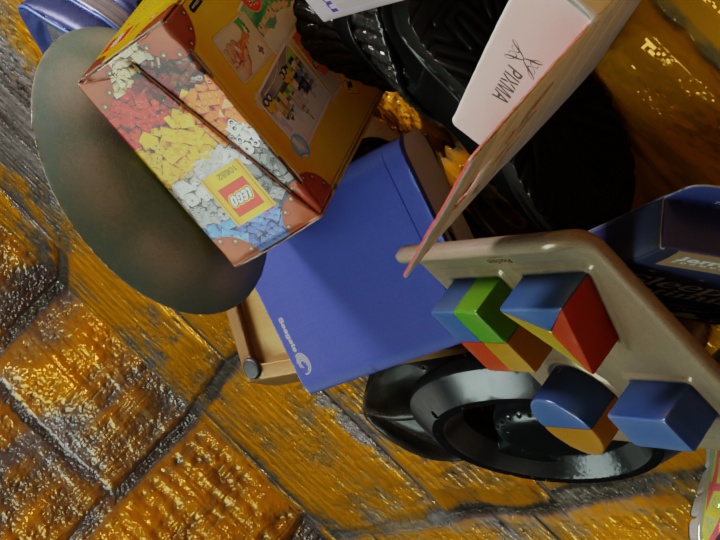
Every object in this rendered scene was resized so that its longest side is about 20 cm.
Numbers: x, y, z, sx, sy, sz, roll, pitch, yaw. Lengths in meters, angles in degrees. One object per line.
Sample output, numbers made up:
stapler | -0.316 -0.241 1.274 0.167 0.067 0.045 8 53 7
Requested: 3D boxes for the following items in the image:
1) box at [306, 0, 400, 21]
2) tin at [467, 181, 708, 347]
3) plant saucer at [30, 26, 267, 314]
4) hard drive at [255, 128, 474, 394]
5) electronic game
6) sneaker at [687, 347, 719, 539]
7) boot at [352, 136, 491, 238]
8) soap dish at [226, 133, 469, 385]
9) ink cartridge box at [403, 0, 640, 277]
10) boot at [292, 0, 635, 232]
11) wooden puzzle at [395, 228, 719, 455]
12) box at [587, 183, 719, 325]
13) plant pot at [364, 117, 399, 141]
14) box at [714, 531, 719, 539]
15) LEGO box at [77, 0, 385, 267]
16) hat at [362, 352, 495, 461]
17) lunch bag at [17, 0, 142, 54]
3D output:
box | -0.016 -0.236 0.816 0.200 0.097 0.176 48 162 -19
tin | 0.148 -0.005 1.110 0.200 0.042 0.112 45 161 -2
plant saucer | -0.116 -0.071 1.042 0.039 0.201 0.201 -28 113 32
hard drive | 0.000 0.000 1.096 0.199 0.025 0.133 -23 94 51
electronic game | 0.133 0.104 1.175 0.198 0.042 0.200 8 155 4
sneaker | 0.239 0.118 0.966 0.077 0.201 0.090 5 153 -12
boot | 0.092 -0.013 1.054 0.186 0.064 0.200 44 167 -23
soap dish | -0.018 0.000 1.211 0.199 0.081 0.159 -12 96 36
ink cartridge box | 0.076 -0.094 0.797 0.044 0.174 0.200 42 165 5
boot | 0.061 -0.105 0.990 0.212 0.079 0.158 53 162 -20
wooden puzzle | 0.125 0.052 0.933 0.200 0.046 0.185 40 162 -20
box | 0.184 -0.004 0.889 0.120 0.033 0.200 9 167 -15
plant pot | -0.033 -0.085 1.295 0.199 0.028 0.200 26 159 11
box | 0.250 0.121 0.860 0.050 0.200 0.158 25 157 33
LEGO box | -0.067 -0.125 1.042 0.077 0.200 0.149 -28 112 32
hat | 0.057 0.098 1.289 0.199 0.081 0.201 18 152 10
lunch bag | -0.178 -0.167 1.343 0.136 0.132 0.200 34 161 33
